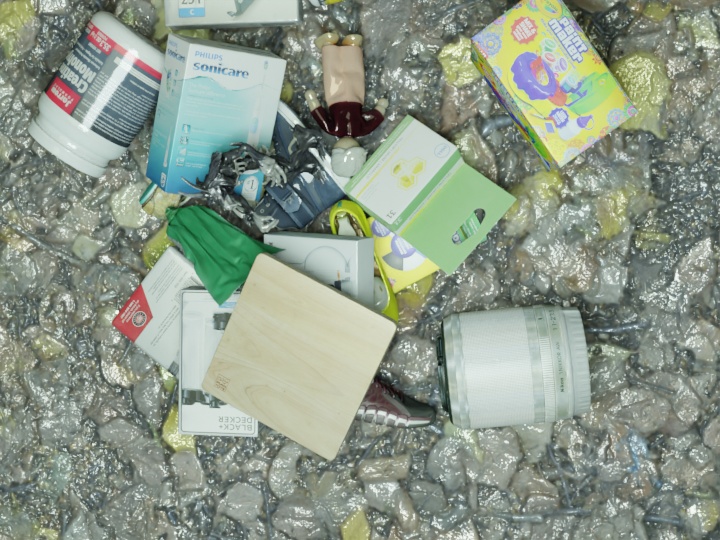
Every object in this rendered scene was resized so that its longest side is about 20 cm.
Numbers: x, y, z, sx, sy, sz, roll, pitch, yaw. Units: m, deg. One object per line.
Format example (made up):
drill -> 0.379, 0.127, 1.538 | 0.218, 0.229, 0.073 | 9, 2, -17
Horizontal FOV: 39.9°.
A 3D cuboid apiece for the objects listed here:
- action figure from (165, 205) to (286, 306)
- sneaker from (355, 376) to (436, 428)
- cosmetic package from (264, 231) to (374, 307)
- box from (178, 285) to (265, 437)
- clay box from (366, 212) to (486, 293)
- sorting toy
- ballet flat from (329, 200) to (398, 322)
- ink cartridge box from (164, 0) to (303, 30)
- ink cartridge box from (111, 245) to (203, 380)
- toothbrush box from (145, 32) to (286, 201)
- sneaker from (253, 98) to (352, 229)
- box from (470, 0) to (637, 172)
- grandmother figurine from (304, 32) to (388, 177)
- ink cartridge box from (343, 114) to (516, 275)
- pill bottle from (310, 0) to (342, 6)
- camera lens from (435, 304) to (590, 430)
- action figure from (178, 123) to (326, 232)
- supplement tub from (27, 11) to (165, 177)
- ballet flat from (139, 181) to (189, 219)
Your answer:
action figure -> -0.206, -0.036, 1.364 | 0.118, 0.055, 0.200 | -38, 56, -22
sneaker -> 0.021, 0.157, 1.419 | 0.198, 0.076, 0.117 | 10, 91, -12
cosmetic package -> -0.057, 0.052, 1.353 | 0.149, 0.052, 0.202 | 5, 100, 31
box -> -0.189, 0.125, 1.374 | 0.115, 0.060, 0.203 | 3, 94, 4
clay box -> 0.072, -0.044, 1.427 | 0.199, 0.048, 0.116 | -29, 91, 8
sorting toy -> -0.074, 0.105, 1.285 | 0.199, 0.070, 0.200 | 27, 103, 8
ballet flat -> 0.000, 0.000, 1.380 | 0.066, 0.067, 0.202 | -18, 93, 6
ink cartridge box -> -0.185, -0.442, 1.429 | 0.198, 0.045, 0.178 | -1, 95, 5
ink cartridge box -> -0.235, 0.081, 1.447 | 0.200, 0.084, 0.145 | 39, 96, 2
toothbrush box -> -0.197, -0.206, 1.349 | 0.145, 0.085, 0.202 | 1, 110, -33
sneaker -> -0.122, -0.152, 1.425 | 0.146, 0.077, 0.203 | -39, 90, 4
box -> 0.251, -0.250, 1.324 | 0.121, 0.193, 0.201 | -35, 89, 7
grandmother figurine -> -0.019, -0.229, 1.397 | 0.120, 0.061, 0.202 | -1, 79, -4
ink cartridge box -> 0.093, -0.107, 1.366 | 0.146, 0.048, 0.200 | -48, 57, -5
pill bottle -> 0.015, -0.443, 1.375 | 0.198, 0.112, 0.113 | -12, 92, 7
camera lens -> 0.207, 0.132, 1.369 | 0.198, 0.160, 0.162 | -6, 93, 6
action figure -> -0.133, -0.120, 1.306 | 0.199, 0.119, 0.102 | -25, 65, -26
supplement tub -> -0.366, -0.250, 1.411 | 0.140, 0.140, 0.201 | 36, 96, 2
ballet flat -> -0.245, -0.162, 1.440 | 0.070, 0.071, 0.201 | 33, 95, 3
